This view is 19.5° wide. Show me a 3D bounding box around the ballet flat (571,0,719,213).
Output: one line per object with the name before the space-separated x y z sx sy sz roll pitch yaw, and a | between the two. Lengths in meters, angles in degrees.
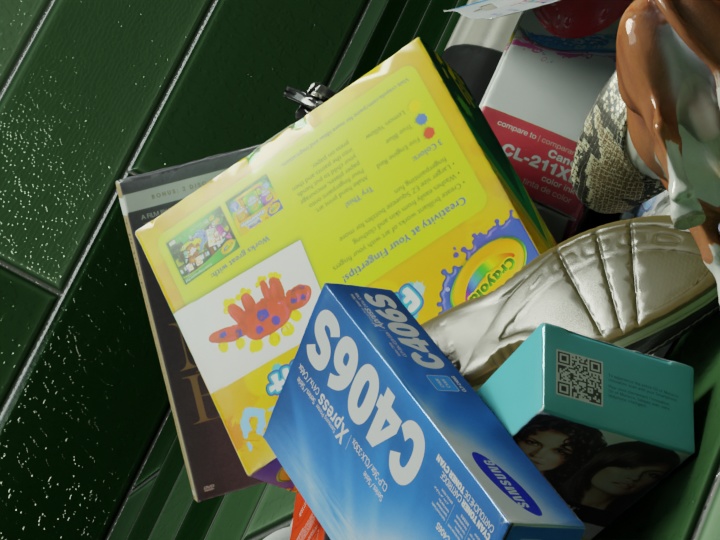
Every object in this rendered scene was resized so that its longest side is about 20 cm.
ballet flat | 0.177 -0.105 1.053 0.200 0.068 0.075 -56 25 13

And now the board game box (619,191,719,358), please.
board game box | 0.163 -0.026 1.152 0.200 0.026 0.200 -60 8 14

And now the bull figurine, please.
bull figurine | 0.160 -0.053 0.933 0.065 0.200 0.122 -23 63 15

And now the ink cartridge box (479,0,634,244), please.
ink cartridge box | 0.124 -0.100 1.314 0.146 0.083 0.200 94 -161 -67

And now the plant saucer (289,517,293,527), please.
plant saucer | 0.011 0.140 1.449 0.200 0.050 0.200 -60 9 16

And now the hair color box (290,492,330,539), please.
hair color box | 0.014 0.163 1.185 0.200 0.101 0.061 -86 22 -68

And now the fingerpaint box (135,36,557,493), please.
fingerpaint box | 0.000 0.000 1.162 0.200 0.167 0.073 -34 -25 13

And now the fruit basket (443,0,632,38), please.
fruit basket | 0.151 -0.179 1.175 0.185 0.199 0.094 -117 15 -80

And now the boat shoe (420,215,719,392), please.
boat shoe | 0.100 0.037 1.055 0.200 0.066 0.072 -26 46 17

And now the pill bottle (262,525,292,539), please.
pill bottle | -0.038 0.235 1.226 0.113 0.113 0.200 -58 8 21

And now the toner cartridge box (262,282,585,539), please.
toner cartridge box | 0.024 0.097 0.983 0.200 0.043 0.095 50 127 50

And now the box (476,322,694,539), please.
box | 0.079 0.103 1.033 0.200 0.082 0.049 128 153 -50

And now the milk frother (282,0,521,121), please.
milk frother | 0.071 -0.159 1.543 0.188 0.200 0.181 -64 5 -16

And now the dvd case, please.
dvd case | -0.053 0.024 1.270 0.016 0.148 0.201 -165 61 -74
